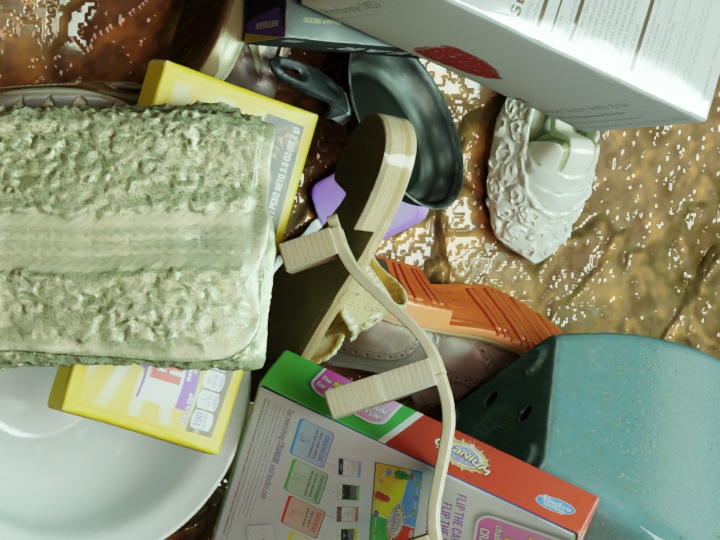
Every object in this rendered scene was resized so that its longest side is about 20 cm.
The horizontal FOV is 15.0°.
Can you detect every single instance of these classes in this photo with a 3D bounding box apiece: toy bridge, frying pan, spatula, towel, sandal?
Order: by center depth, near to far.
[{"bbox_3d":[-0.145,-0.019,1.457,0.200,0.036,0.148,0,87,-7],"label":"towel"},{"bbox_3d":[0.014,0.064,1.507,0.067,0.027,0.200,-18,83,5],"label":"toy bridge"},{"bbox_3d":[0.001,0.004,1.586,0.070,0.078,0.212,11,126,-25],"label":"sandal"},{"bbox_3d":[0.006,-0.080,1.600,0.190,0.031,0.115,-24,90,-60],"label":"frying pan"},{"bbox_3d":[-0.049,-0.005,1.643,0.200,0.021,0.057,-34,117,-18],"label":"spatula"}]

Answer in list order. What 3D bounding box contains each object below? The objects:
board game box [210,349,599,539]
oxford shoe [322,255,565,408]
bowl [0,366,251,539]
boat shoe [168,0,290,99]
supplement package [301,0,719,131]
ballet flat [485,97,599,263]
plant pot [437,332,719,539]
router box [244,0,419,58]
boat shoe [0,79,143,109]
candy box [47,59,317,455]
[{"bbox_3d":[0.019,0.153,1.573,0.040,0.200,0.153,-53,165,-54],"label":"board game box"},{"bbox_3d":[0.061,0.051,1.697,0.200,0.071,0.073,20,111,-27],"label":"oxford shoe"},{"bbox_3d":[-0.170,0.062,1.550,0.201,0.090,0.201,-5,101,-28],"label":"bowl"},{"bbox_3d":[-0.043,-0.184,1.573,0.072,0.072,0.200,29,70,-29],"label":"boat shoe"},{"bbox_3d":[0.092,-0.166,1.481,0.200,0.121,0.120,22,79,-28],"label":"supplement package"},{"bbox_3d":[0.124,-0.100,1.694,0.072,0.072,0.200,4,98,-29],"label":"ballet flat"},{"bbox_3d":[0.148,0.151,1.652,0.200,0.196,0.196,35,39,-21],"label":"plant pot"},{"bbox_3d":[0.034,-0.200,1.548,0.200,0.052,0.157,1,90,-30],"label":"router box"},{"bbox_3d":[-0.141,-0.073,1.553,0.200,0.072,0.076,9,109,-35],"label":"boat shoe"},{"bbox_3d":[-0.097,-0.006,1.510,0.102,0.026,0.200,18,86,-27],"label":"candy box"}]
